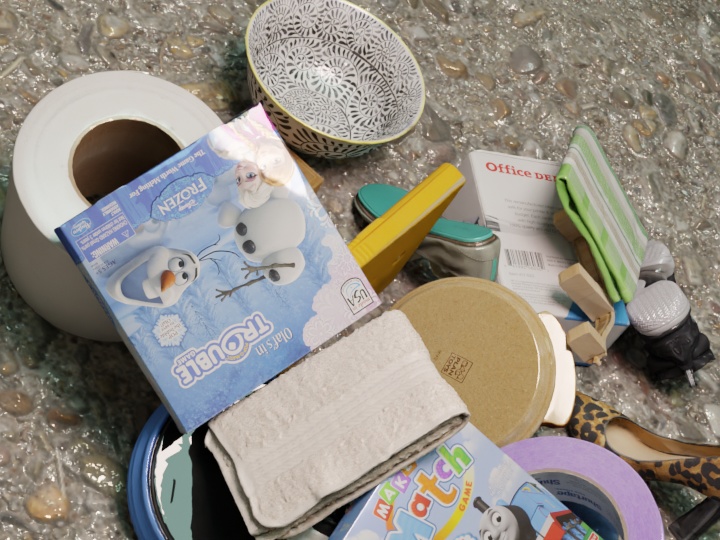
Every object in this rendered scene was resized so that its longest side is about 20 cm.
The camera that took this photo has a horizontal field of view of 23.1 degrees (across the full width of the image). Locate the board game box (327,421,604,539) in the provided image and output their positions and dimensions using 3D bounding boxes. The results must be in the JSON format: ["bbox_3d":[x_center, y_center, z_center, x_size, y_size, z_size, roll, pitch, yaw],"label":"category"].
[{"bbox_3d":[0.089,0.222,1.440,0.200,0.037,0.152,41,65,-12],"label":"board game box"}]

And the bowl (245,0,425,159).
[{"bbox_3d":[-0.041,-0.181,1.821,0.199,0.094,0.202,15,48,-17],"label":"bowl"}]

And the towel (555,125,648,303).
[{"bbox_3d":[0.240,-0.058,1.786,0.150,0.031,0.200,60,21,-10],"label":"towel"}]

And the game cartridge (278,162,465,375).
[{"bbox_3d":[0.000,0.000,1.641,0.032,0.177,0.200,44,46,8],"label":"game cartridge"}]

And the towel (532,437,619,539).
[{"bbox_3d":[0.186,0.252,1.631,0.111,0.049,0.201,10,52,-17],"label":"towel"}]

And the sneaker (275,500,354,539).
[{"bbox_3d":[-0.023,0.177,1.457,0.073,0.080,0.201,24,68,-15],"label":"sneaker"}]

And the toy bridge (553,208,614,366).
[{"bbox_3d":[0.221,0.023,1.714,0.067,0.027,0.201,45,28,-31],"label":"toy bridge"}]

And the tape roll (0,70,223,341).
[{"bbox_3d":[-0.214,-0.056,1.565,0.201,0.139,0.204,7,62,-13],"label":"tape roll"}]

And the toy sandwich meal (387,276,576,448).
[{"bbox_3d":[0.102,0.098,1.665,0.203,0.070,0.207,-4,72,12],"label":"toy sandwich meal"}]

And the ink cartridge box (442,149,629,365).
[{"bbox_3d":[0.175,-0.013,1.811,0.145,0.086,0.201,7,51,-25],"label":"ink cartridge box"}]

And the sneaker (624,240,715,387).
[{"bbox_3d":[0.313,0.050,1.849,0.200,0.075,0.114,-92,156,-68],"label":"sneaker"}]

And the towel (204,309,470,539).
[{"bbox_3d":[-0.023,0.124,1.425,0.199,0.035,0.133,-32,50,-1],"label":"towel"}]

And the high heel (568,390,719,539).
[{"bbox_3d":[0.290,0.157,1.698,0.200,0.143,0.071,44,46,9],"label":"high heel"}]

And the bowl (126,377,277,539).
[{"bbox_3d":[-0.096,0.182,1.493,0.199,0.039,0.202,6,71,-19],"label":"bowl"}]

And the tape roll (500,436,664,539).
[{"bbox_3d":[0.167,0.249,1.542,0.198,0.066,0.202,-5,58,9],"label":"tape roll"}]

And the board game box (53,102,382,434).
[{"bbox_3d":[-0.116,-0.003,1.462,0.199,0.043,0.200,-34,97,-15],"label":"board game box"}]

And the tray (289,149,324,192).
[{"bbox_3d":[-0.131,-0.066,1.720,0.099,0.037,0.200,42,45,7],"label":"tray"}]

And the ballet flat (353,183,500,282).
[{"bbox_3d":[0.062,-0.030,1.762,0.067,0.064,0.199,-22,31,-33],"label":"ballet flat"}]
